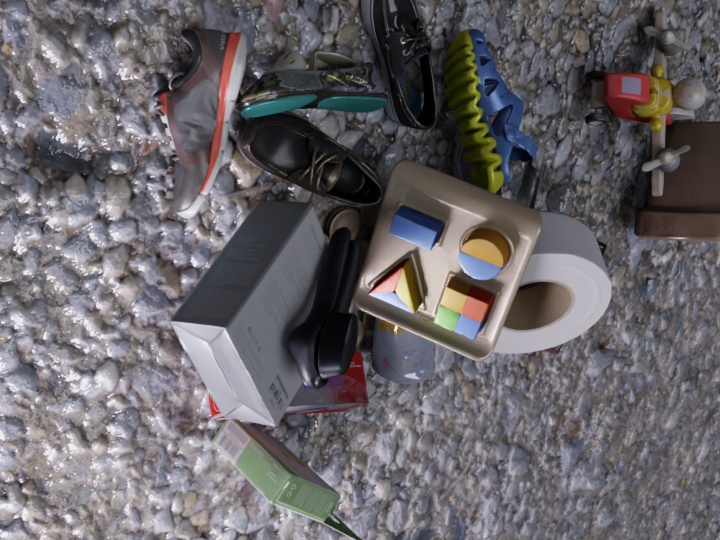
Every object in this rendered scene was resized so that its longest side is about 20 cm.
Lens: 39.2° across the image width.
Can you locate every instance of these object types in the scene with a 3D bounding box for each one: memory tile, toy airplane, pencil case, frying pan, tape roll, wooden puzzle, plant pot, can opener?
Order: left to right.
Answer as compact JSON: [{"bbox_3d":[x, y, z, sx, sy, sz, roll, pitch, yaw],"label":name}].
[{"bbox_3d":[-0.030,0.041,1.119,0.063,0.078,0.200,72,23,-48],"label":"can opener"},{"bbox_3d":[0.000,0.000,1.283,0.153,0.017,0.200,-36,130,-19],"label":"memory tile"},{"bbox_3d":[0.065,0.046,1.291,0.091,0.083,0.200,-20,124,-40],"label":"pencil case"},{"bbox_3d":[0.094,-0.006,1.180,0.046,0.185,0.200,-45,156,-61],"label":"wooden puzzle"},{"bbox_3d":[0.214,-0.089,1.318,0.190,0.031,0.115,-37,140,-72],"label":"frying pan"},{"bbox_3d":[0.209,0.020,1.271,0.202,0.071,0.203,-5,141,-4],"label":"tape roll"},{"bbox_3d":[0.420,-0.234,1.410,0.199,0.141,0.200,-51,122,-34],"label":"toy airplane"},{"bbox_3d":[0.517,-0.137,1.532,0.200,0.200,0.175,-6,98,-37],"label":"plant pot"}]

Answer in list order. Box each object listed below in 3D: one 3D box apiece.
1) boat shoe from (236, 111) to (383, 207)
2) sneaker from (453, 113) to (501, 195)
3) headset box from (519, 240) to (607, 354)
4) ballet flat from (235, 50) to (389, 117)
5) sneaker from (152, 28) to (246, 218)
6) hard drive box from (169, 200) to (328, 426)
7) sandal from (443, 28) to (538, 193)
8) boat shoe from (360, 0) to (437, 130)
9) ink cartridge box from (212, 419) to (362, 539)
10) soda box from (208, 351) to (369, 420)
[{"bbox_3d":[-0.047,-0.124,1.139,0.200,0.073,0.075,16,102,-43],"label":"boat shoe"},{"bbox_3d":[0.163,-0.094,1.289,0.072,0.114,0.201,2,112,-16],"label":"sneaker"},{"bbox_3d":[0.249,0.028,1.458,0.149,0.077,0.200,12,105,-41],"label":"headset box"},{"bbox_3d":[-0.057,-0.205,1.100,0.200,0.072,0.072,-10,119,-40],"label":"ballet flat"},{"bbox_3d":[-0.176,-0.154,1.037,0.082,0.077,0.200,12,105,-15],"label":"sneaker"},{"bbox_3d":[-0.103,0.044,1.124,0.200,0.077,0.156,-58,141,-39],"label":"hard drive box"},{"bbox_3d":[0.159,-0.196,1.231,0.087,0.079,0.200,-17,99,-17],"label":"sandal"},{"bbox_3d":[0.053,-0.250,1.157,0.070,0.066,0.200,-27,127,-26],"label":"boat shoe"},{"bbox_3d":[-0.077,0.265,1.271,0.200,0.145,0.048,35,87,-44],"label":"ink cartridge box"},{"bbox_3d":[-0.087,0.140,1.236,0.200,0.063,0.070,4,70,-40],"label":"soda box"}]
